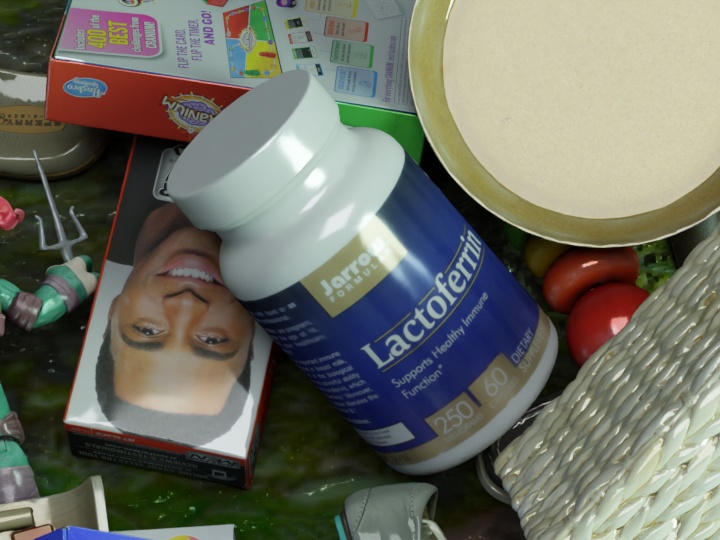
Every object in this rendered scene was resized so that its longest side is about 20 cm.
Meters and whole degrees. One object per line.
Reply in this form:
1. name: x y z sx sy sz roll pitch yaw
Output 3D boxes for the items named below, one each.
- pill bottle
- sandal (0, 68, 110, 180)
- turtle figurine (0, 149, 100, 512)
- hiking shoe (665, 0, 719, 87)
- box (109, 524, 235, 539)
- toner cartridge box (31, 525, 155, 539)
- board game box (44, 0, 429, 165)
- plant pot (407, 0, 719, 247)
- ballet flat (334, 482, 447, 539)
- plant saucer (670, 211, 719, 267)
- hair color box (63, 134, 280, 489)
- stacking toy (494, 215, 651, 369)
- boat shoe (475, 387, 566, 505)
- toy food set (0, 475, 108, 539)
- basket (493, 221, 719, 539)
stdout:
1. pill bottle: 0.000 0.000 1.366 0.116 0.116 0.200 -49 112 -17
2. sandal: -0.238 -0.085 1.473 0.200 0.054 0.080 -1 69 -1
3. turtle figurine: -0.218 0.034 1.406 0.150 0.101 0.200 -5 80 12
4. hiking shoe: 0.171 -0.134 1.424 0.200 0.076 0.101 2 60 -3
5. box: -0.135 0.234 1.359 0.156 0.041 0.200 -4 70 -3
6. toner cartridge box: -0.075 0.188 1.313 0.200 0.043 0.095 15 63 -39
7. board game box: -0.060 -0.122 1.450 0.200 0.040 0.153 9 36 -1
8. plant pot: 0.124 -0.109 1.382 0.200 0.027 0.200 0 83 1
9. ballet flat: 0.038 0.202 1.329 0.064 0.067 0.200 -14 79 2
10. plant saucer: 0.271 -0.034 1.474 0.200 0.032 0.200 0 70 -1
11. hair color box: -0.087 0.007 1.436 0.101 0.061 0.200 11 70 2
12. stacking toy: 0.110 -0.029 1.426 0.085 0.085 0.200 -20 62 -8
13. boat shoe: 0.160 0.083 1.411 0.200 0.060 0.072 -6 69 -3
14. toy food set: -0.216 0.186 1.318 0.200 0.060 0.144 -9 74 -4
15. basket: 0.186 0.102 1.286 0.161 0.198 0.200 42 94 -9
